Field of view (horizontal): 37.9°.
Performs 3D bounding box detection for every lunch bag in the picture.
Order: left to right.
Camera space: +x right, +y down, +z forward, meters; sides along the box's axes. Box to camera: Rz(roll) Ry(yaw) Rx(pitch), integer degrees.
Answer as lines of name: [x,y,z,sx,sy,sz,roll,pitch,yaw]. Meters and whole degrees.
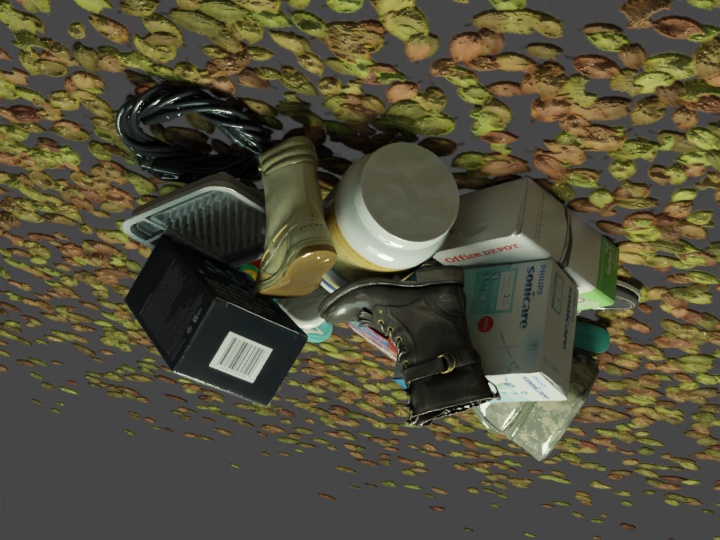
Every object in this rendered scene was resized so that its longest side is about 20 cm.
lunch bag: [0.247,0.166,1.557,0.167,0.140,0.200,34,-158,12]

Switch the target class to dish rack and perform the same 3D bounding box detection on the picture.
dish rack: [-0.188,-0.063,1.357,0.199,0.044,0.171,-17,145,36]

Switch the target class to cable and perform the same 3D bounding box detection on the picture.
cable: [-0.192,-0.164,1.273,0.199,0.051,0.164,8,148,1]

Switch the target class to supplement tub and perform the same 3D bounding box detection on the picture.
supplement tub: [0.023,-0.057,1.260,0.144,0.145,0.200,20,156,-13]

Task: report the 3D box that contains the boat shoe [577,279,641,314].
boat shoe: [0.282,0.044,1.440,0.199,0.063,0.073,5,155,19]

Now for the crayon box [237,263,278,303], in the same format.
crayon box: [-0.190,0.048,1.555,0.118,0.059,0.199,32,153,-30]

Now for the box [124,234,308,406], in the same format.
box: [-0.185,0.061,1.323,0.148,0.107,0.200,26,-172,-38]

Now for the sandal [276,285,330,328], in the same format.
sandal: [-0.081,0.003,1.411,0.082,0.203,0.050,-19,141,-4]

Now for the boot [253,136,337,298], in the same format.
boot: [-0.090,-0.057,1.251,0.072,0.156,0.200,-5,163,-21]

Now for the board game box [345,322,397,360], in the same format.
board game box: [0.016,0.093,1.608,0.200,0.019,0.103,32,166,52]

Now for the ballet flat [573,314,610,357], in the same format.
ballet flat: [0.269,0.078,1.541,0.199,0.068,0.072,16,176,-13]

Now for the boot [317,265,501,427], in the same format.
boot: [0.051,0.094,1.209,0.199,0.175,0.069,-13,163,17]

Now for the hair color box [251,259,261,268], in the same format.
hair color box: [-0.203,-0.035,1.535,0.101,0.062,0.200,-3,152,31]

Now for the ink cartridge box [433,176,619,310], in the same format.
ink cartridge box: [0.206,-0.023,1.308,0.145,0.085,0.200,-13,145,44]

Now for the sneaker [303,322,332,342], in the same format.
sneaker: [-0.075,0.054,1.589,0.079,0.078,0.200,29,156,28]

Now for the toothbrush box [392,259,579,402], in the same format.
toothbrush box: [0.152,0.078,1.269,0.199,0.147,0.085,-5,150,34]

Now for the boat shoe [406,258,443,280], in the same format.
boat shoe: [0.097,0.016,1.392,0.199,0.073,0.065,-8,-178,-10]
